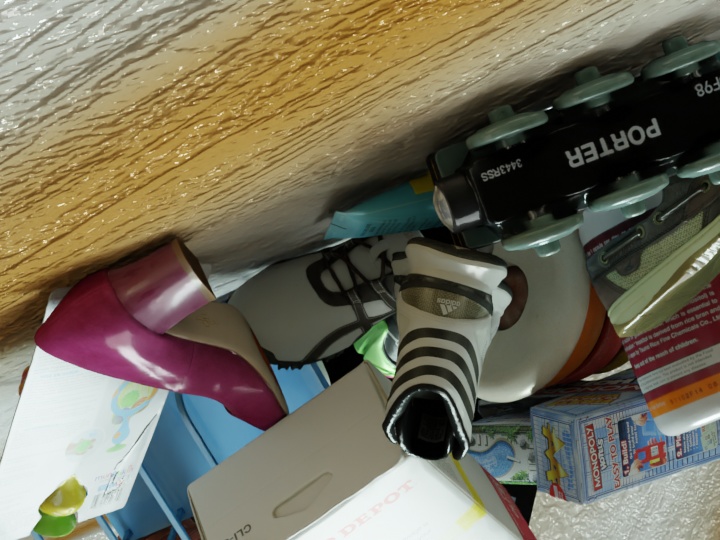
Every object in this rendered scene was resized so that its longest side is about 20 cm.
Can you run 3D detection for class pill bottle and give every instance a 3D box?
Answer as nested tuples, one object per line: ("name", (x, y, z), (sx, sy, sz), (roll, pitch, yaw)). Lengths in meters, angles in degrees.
("pill bottle", (0.212, -0.002, 1.099), (0.113, 0.200, 0.113), (-21, 171, -3))

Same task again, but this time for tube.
("tube", (0.077, -0.050, 1.010), (0.199, 0.051, 0.077), (-15, 167, -9))

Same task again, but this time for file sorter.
("file sorter", (-0.124, 0.127, 1.152), (0.200, 0.139, 0.123), (-24, -160, 16))

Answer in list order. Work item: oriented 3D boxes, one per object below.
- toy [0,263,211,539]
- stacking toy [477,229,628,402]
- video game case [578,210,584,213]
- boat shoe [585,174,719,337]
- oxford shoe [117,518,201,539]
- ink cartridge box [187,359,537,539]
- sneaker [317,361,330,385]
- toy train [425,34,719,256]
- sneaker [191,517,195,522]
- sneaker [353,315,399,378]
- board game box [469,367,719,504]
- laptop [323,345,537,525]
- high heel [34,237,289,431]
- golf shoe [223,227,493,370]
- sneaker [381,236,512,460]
("toy", (-0.173, 0.075, 1.020), (0.115, 0.047, 0.200), (-11, 131, -44))
("stacking toy", (0.163, 0.034, 1.222), (0.200, 0.147, 0.146), (14, 149, -40))
("video game case", (0.231, -0.051, 1.308), (0.200, 0.023, 0.182), (-25, 162, 5))
("boat shoe", (0.206, -0.042, 0.991), (0.072, 0.066, 0.201), (-14, 150, -52))
("oxford shoe", (-0.117, 0.225, 1.216), (0.071, 0.074, 0.200), (-32, -164, -14))
("ink cartridge box", (0.009, 0.164, 1.053), (0.145, 0.083, 0.200), (-36, 137, 8))
("sneaker", (-0.101, 0.111, 1.309), (0.079, 0.079, 0.200), (-22, 177, -37))
("toy train", (0.128, -0.067, 0.926), (0.200, 0.085, 0.114), (-22, -176, -8))
("sneaker", (-0.092, 0.183, 1.336), (0.093, 0.071, 0.200), (-20, -172, -15))
("sneaker", (0.081, 0.018, 1.289), (0.200, 0.077, 0.084), (-32, 163, -42))
("board game box", (0.158, 0.113, 1.187), (0.200, 0.062, 0.200), (-4, -176, 36))
("laptop", (0.045, 0.126, 1.365), (0.200, 0.178, 0.103), (-11, 141, 42))
("high heel", (-0.111, 0.056, 0.984), (0.096, 0.067, 0.200), (-29, 140, 1))
("golf shoe", (0.000, 0.000, 1.088), (0.200, 0.078, 0.095), (-18, 153, -30))
("sneaker", (0.040, 0.051, 0.972), (0.075, 0.116, 0.201), (14, 174, 6))
